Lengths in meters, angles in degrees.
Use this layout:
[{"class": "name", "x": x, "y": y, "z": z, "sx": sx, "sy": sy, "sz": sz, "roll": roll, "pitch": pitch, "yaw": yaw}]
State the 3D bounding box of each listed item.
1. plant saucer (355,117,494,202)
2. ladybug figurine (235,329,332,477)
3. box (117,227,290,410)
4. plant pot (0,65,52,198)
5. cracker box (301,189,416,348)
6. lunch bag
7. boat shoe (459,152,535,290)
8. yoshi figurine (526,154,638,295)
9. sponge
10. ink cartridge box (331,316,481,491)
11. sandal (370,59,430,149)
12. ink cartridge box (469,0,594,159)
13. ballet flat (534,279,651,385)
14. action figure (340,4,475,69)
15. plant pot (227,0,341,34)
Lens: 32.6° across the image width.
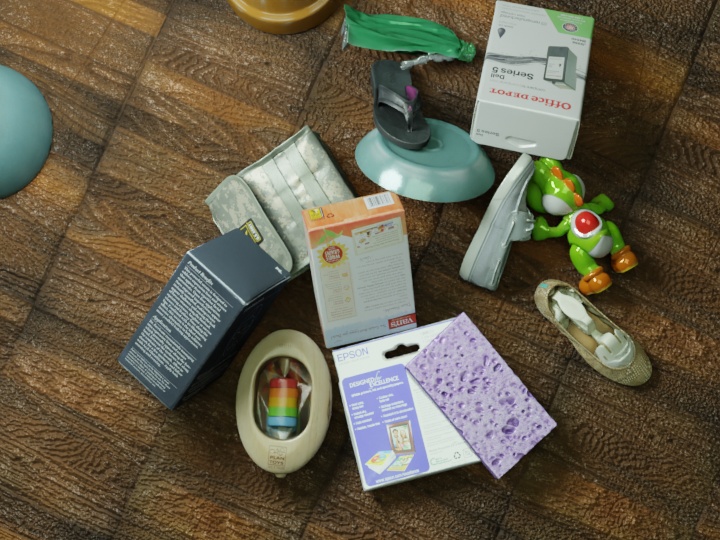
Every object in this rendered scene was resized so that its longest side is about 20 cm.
[{"class": "plant saucer", "x": 0.092, "y": -0.162, "z": 1.698, "sx": 0.197, "sy": 0.201, "sz": 0.036, "roll": 13, "pitch": 124, "yaw": 5}, {"class": "ladybug figurine", "x": -0.105, "y": 0.185, "z": 1.715, "sx": 0.133, "sy": 0.072, "sz": 0.204, "roll": 6, "pitch": 82, "yaw": 4}, {"class": "box", "x": -0.209, "y": 0.064, "z": 1.662, "sx": 0.107, "sy": 0.148, "sz": 0.201, "roll": 40, "pitch": 114, "yaw": 7}, {"class": "plant pot", "x": -0.557, "y": -0.212, "z": 1.764, "sx": 0.196, "sy": 0.135, "sz": 0.204, "roll": -1, "pitch": 82, "yaw": 4}, {"class": "cracker box", "x": 0.000, "y": 0.000, "z": 1.674, "sx": 0.132, "sy": 0.058, "sz": 0.202, "roll": -12, "pitch": 126, "yaw": -7}, {"class": "lunch bag", "x": -0.105, "y": -0.079, "z": 1.731, "sx": 0.199, "sy": 0.118, "sz": 0.165, "roll": -33, "pitch": 86, "yaw": 7}, {"class": "boat shoe", "x": 0.206, "y": -0.063, "z": 1.705, "sx": 0.071, "sy": 0.070, "sz": 0.203, "roll": 28, "pitch": 115, "yaw": 9}, {"class": "yoshi figurine", "x": 0.297, "y": -0.071, "z": 1.729, "sx": 0.111, "sy": 0.112, "sz": 0.201, "roll": -30, "pitch": 96, "yaw": 37}, {"class": "sponge", "x": 0.163, "y": 0.170, "z": 1.683, "sx": 0.111, "sy": 0.030, "sz": 0.201, "roll": -39, "pitch": 85, "yaw": -5}, {"class": "ink cartridge box", "x": 0.076, "y": 0.185, "z": 1.718, "sx": 0.195, "sy": 0.043, "sz": 0.203, "roll": -14, "pitch": 83, "yaw": 0}, {"class": "sandal", "x": 0.050, "y": -0.242, "z": 1.718, "sx": 0.074, "sy": 0.048, "sz": 0.202, "roll": -2, "pitch": 43, "yaw": -13}, {"class": "ink cartridge box", "x": 0.239, "y": -0.265, "z": 1.709, "sx": 0.143, "sy": 0.085, "sz": 0.202, "roll": 11, "pitch": 55, "yaw": 4}, {"class": "ballet flat", "x": 0.322, "y": 0.087, "z": 1.706, "sx": 0.199, "sy": 0.065, "sz": 0.071, "roll": 38, "pitch": 86, "yaw": 7}, {"class": "action figure", "x": 0.071, "y": -0.329, "z": 1.771, "sx": 0.197, "sy": 0.055, "sz": 0.119, "roll": 9, "pitch": 41, "yaw": -9}, {"class": "plant pot", "x": -0.117, "y": -0.461, "z": 1.746, "sx": 0.197, "sy": 0.183, "sz": 0.204, "roll": 0, "pitch": 82, "yaw": 3}]
